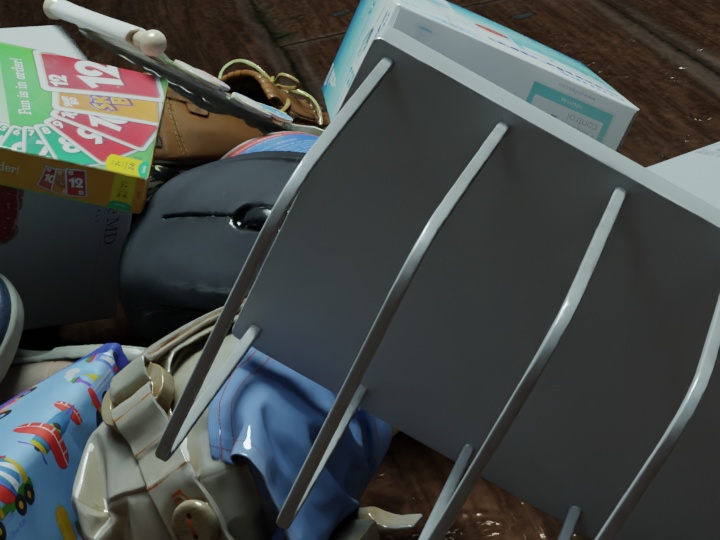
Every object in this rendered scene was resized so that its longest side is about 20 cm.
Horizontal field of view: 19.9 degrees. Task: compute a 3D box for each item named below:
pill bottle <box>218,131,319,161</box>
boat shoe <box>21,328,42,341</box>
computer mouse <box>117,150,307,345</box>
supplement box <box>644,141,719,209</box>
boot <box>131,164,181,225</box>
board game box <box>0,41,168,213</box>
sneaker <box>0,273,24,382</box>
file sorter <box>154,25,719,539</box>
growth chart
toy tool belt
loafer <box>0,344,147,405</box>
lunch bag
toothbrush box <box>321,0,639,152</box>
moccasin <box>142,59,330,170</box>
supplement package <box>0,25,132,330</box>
[{"bbox_3d":[0.000,0.000,1.008,0.112,0.112,0.200,-19,22,-23],"label":"pill bottle"},{"bbox_3d":[-0.192,0.022,1.144,0.062,0.073,0.200,20,26,11],"label":"boat shoe"},{"bbox_3d":[-0.053,-0.021,0.940,0.200,0.053,0.139,-16,49,47],"label":"computer mouse"},{"bbox_3d":[0.138,0.015,0.902,0.200,0.103,0.101,-18,21,-23],"label":"supplement box"},{"bbox_3d":[-0.073,-0.031,1.214,0.154,0.074,0.204,-10,15,-17],"label":"boot"},{"bbox_3d":[-0.197,-0.082,0.987,0.200,0.030,0.096,10,35,-5],"label":"board game box"},{"bbox_3d":[-0.251,0.054,0.944,0.200,0.085,0.075,-36,52,-7],"label":"sneaker"},{"bbox_3d":[0.050,0.040,0.691,0.200,0.139,0.125,30,31,4],"label":"file sorter"},{"bbox_3d":[-0.080,-0.099,1.126,0.145,0.018,0.200,25,-1,44],"label":"growth chart"},{"bbox_3d":[-0.039,0.083,0.778,0.123,0.125,0.200,-13,18,21],"label":"toy tool belt"},{"bbox_3d":[-0.140,0.069,0.990,0.200,0.063,0.072,1,-11,24],"label":"loafer"},{"bbox_3d":[-0.190,0.123,0.832,0.200,0.094,0.151,-17,17,22],"label":"lunch bag"},{"bbox_3d":[0.062,-0.099,1.180,0.146,0.085,0.200,23,12,-7],"label":"toothbrush box"},{"bbox_3d":[-0.075,-0.103,1.351,0.201,0.078,0.074,-1,2,-45],"label":"moccasin"},{"bbox_3d":[-0.229,-0.043,1.049,0.200,0.121,0.120,-8,38,-30],"label":"supplement package"}]
